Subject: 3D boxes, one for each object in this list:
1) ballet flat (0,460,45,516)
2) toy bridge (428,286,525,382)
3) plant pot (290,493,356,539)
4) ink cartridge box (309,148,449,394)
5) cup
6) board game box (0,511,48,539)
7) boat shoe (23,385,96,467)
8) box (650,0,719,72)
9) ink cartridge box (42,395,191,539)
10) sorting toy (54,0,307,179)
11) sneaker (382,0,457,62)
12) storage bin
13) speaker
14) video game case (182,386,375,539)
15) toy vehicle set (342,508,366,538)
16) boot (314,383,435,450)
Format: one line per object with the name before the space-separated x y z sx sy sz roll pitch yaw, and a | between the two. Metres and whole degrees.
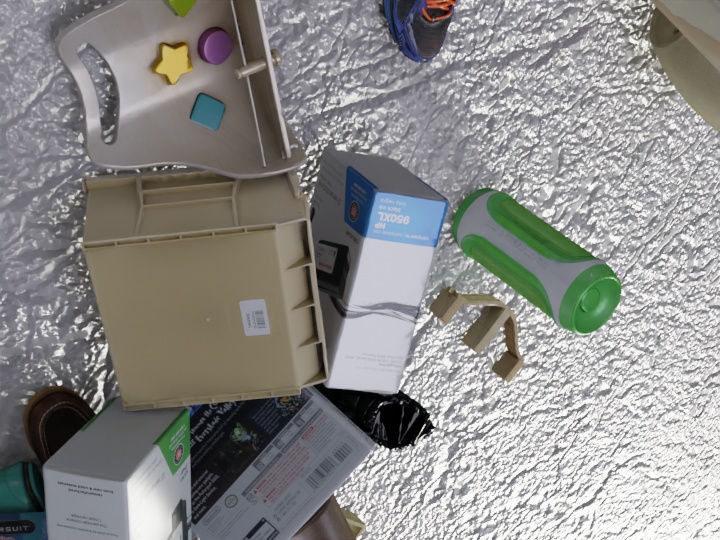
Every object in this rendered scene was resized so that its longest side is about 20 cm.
ballet flat | -0.317 0.259 1.351 0.070 0.068 0.201 -18 134 1
toy bridge | 0.150 0.065 1.643 0.067 0.027 0.200 -51 139 -4
plant pot | -0.069 0.344 1.509 0.199 0.200 0.200 -28 110 -24
ink cartridge box | 0.000 0.000 1.345 0.083 0.145 0.202 7 107 -25
cup | 0.409 -0.263 1.535 0.142 0.200 0.202 23 104 -21
board game box | -0.361 0.314 1.301 0.150 0.047 0.201 1 129 -22
boat shoe | -0.263 0.196 1.339 0.070 0.070 0.201 -34 135 -16
box | 0.357 -0.304 1.423 0.095 0.200 0.078 -34 163 -15
ink cartridge box | -0.217 0.240 1.260 0.147 0.082 0.202 -52 147 -63
sorting toy | -0.157 -0.168 1.154 0.179 0.107 0.202 -20 123 -16
sneaker | 0.078 -0.287 1.286 0.075 0.078 0.202 -9 124 -36
storage bin | -0.136 0.015 1.235 0.196 0.094 0.201 -6 128 0
speaker | 0.188 -0.012 1.489 0.088 0.200 0.089 -23 132 -28
video game case | -0.115 0.182 1.374 0.200 0.182 0.023 -48 -178 17
toy vehicle set | -0.091 0.363 1.644 0.201 0.026 0.124 -53 139 3
boot | 0.015 0.134 1.467 0.198 0.162 0.074 23 95 -48
